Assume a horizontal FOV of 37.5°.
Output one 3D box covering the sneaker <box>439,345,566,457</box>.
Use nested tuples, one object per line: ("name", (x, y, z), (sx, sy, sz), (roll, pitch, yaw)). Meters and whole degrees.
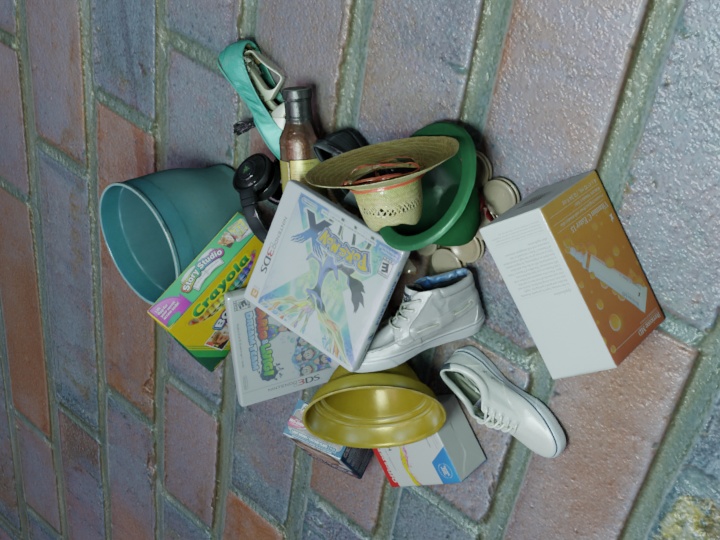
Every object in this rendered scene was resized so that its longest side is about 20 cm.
("sneaker", (0.189, 0.191, 1.450), (0.200, 0.071, 0.073), (41, 137, 19))

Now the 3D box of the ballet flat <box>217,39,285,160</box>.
("ballet flat", (-0.127, -0.240, 1.497), (0.070, 0.067, 0.200), (-32, 93, 36))

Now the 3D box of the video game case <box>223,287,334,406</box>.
("video game case", (-0.108, 0.100, 1.613), (0.024, 0.182, 0.200), (-131, 32, -54))

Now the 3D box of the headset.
("headset", (-0.141, -0.130, 1.542), (0.094, 0.123, 0.200), (-13, 80, 32))

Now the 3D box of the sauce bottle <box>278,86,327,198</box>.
("sauce bottle", (-0.079, -0.153, 1.467), (0.066, 0.066, 0.200), (14, 114, 39))

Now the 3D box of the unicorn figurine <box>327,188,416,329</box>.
("unicorn figurine", (0.000, 0.000, 1.433), (0.074, 0.137, 0.200), (8, 81, 63))

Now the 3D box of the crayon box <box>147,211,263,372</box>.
("crayon box", (-0.205, 0.036, 1.598), (0.058, 0.200, 0.173), (35, 167, 26))

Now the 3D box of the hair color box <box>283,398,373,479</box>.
("hair color box", (-0.046, 0.266, 1.650), (0.100, 0.061, 0.200), (21, 165, 16))

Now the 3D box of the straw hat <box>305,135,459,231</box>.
("straw hat", (0.034, -0.091, 1.259), (0.201, 0.201, 0.085), (4, 116, 44))

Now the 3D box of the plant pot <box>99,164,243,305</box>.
("plant pot", (-0.270, -0.071, 1.645), (0.200, 0.188, 0.200), (28, 132, 37))

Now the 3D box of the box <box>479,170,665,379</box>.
("box", (0.247, 0.005, 1.230), (0.097, 0.124, 0.200), (-19, 101, 49))

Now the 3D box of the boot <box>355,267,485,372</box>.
("boot", (0.064, 0.060, 1.407), (0.074, 0.200, 0.096), (-124, 15, -58))

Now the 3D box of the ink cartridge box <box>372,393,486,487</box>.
("ink cartridge box", (0.080, 0.262, 1.607), (0.200, 0.067, 0.116), (-19, 100, 50))

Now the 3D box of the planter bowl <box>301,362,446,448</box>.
("planter bowl", (0.018, 0.171, 1.476), (0.200, 0.200, 0.084), (-48, 35, 49))

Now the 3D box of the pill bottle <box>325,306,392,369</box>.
("pill bottle", (-0.024, 0.033, 1.529), (0.114, 0.114, 0.200), (-2, 113, 46))

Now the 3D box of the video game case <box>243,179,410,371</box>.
("video game case", (-0.049, 0.006, 1.393), (0.200, 0.022, 0.183), (32, 111, 25))

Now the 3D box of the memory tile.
("memory tile", (0.116, -0.086, 1.388), (0.153, 0.017, 0.200), (47, 138, 12))

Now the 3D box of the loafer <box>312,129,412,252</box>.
("loafer", (0.008, -0.102, 1.420), (0.201, 0.070, 0.068), (54, 141, 14))

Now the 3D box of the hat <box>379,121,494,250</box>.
("hat", (0.137, -0.065, 1.347), (0.166, 0.176, 0.200), (-28, 50, 37))
